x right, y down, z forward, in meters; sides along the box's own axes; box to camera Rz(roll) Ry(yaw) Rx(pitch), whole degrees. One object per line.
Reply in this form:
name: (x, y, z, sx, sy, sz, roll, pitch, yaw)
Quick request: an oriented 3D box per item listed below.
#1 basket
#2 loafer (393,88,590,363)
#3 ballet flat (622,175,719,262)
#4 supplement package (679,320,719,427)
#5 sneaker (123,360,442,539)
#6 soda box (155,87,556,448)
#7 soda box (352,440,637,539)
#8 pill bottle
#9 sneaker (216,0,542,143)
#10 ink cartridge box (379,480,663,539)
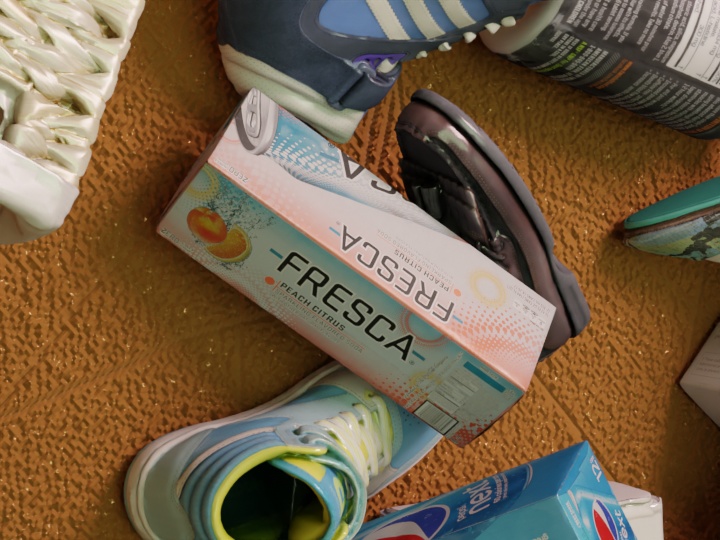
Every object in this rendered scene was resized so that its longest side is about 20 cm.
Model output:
basket: (-0.195, -0.093, 0.809, 0.135, 0.199, 0.124, 29, 73, -26)
loafer: (0.064, -0.011, 0.992, 0.063, 0.072, 0.200, -46, 135, -10)
ballet flat: (0.251, -0.039, 1.072, 0.199, 0.074, 0.075, -26, 107, 13)
supplement package: (0.310, 0.030, 1.121, 0.117, 0.117, 0.201, 43, 74, -24)
sneaker: (-0.009, 0.099, 0.950, 0.199, 0.130, 0.080, -23, 103, -25)
soda box: (0.000, 0.000, 0.947, 0.199, 0.064, 0.069, 36, 43, -9)
soda box: (0.035, 0.157, 0.928, 0.068, 0.199, 0.064, 62, 27, -8)
pill bottle: (0.171, -0.138, 1.045, 0.199, 0.106, 0.107, 19, 84, -27)
sneaker: (0.024, -0.131, 0.960, 0.198, 0.081, 0.147, 1, 138, -12)
ink cartridge box: (0.093, 0.226, 1.037, 0.145, 0.085, 0.202, -5, 97, -27)
